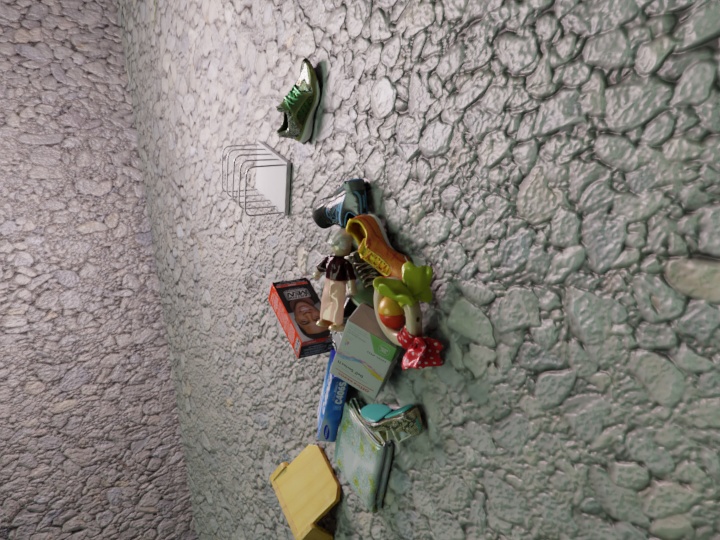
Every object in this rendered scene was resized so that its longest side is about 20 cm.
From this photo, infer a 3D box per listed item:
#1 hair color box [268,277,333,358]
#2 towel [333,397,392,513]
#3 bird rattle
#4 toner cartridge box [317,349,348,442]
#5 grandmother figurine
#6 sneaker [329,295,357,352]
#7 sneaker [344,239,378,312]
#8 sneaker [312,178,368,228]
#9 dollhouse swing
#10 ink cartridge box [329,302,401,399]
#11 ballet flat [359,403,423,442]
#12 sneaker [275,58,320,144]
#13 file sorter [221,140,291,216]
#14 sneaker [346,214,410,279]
[{"bbox_3d":[-0.141,0.111,1.785,0.201,0.100,0.062,57,143,37],"label":"hair color box"},{"bbox_3d":[0.004,0.410,1.650,0.171,0.047,0.204,47,136,48],"label":"towel"},{"bbox_3d":[0.084,0.084,1.368,0.162,0.111,0.204,19,129,57],"label":"bird rattle"},{"bbox_3d":[-0.064,0.292,1.716,0.096,0.042,0.203,-96,15,-55],"label":"toner cartridge box"},{"bbox_3d":[-0.050,0.015,1.511,0.119,0.060,0.205,15,102,28],"label":"grandmother figurine"},{"bbox_3d":[-0.033,0.121,1.619,0.115,0.073,0.205,39,131,54],"label":"sneaker"},{"bbox_3d":[0.000,0.000,1.527,0.201,0.066,0.091,-125,33,-45],"label":"sneaker"},{"bbox_3d":[-0.046,-0.121,1.577,0.200,0.072,0.084,-35,67,59],"label":"sneaker"},{"bbox_3d":[-0.113,0.584,1.925,0.201,0.175,0.182,55,-177,39],"label":"dollhouse swing"},{"bbox_3d":[0.010,0.179,1.502,0.115,0.067,0.203,28,131,11],"label":"ink cartridge box"},{"bbox_3d":[0.063,0.314,1.505,0.199,0.067,0.077,-18,97,59],"label":"ballet flat"},{"bbox_3d":[-0.148,-0.380,1.684,0.077,0.087,0.204,50,138,44],"label":"sneaker"},{"bbox_3d":[-0.277,-0.239,1.925,0.200,0.122,0.142,40,131,51],"label":"file sorter"},{"bbox_3d":[0.037,-0.025,1.440,0.201,0.076,0.074,52,139,29],"label":"sneaker"}]
